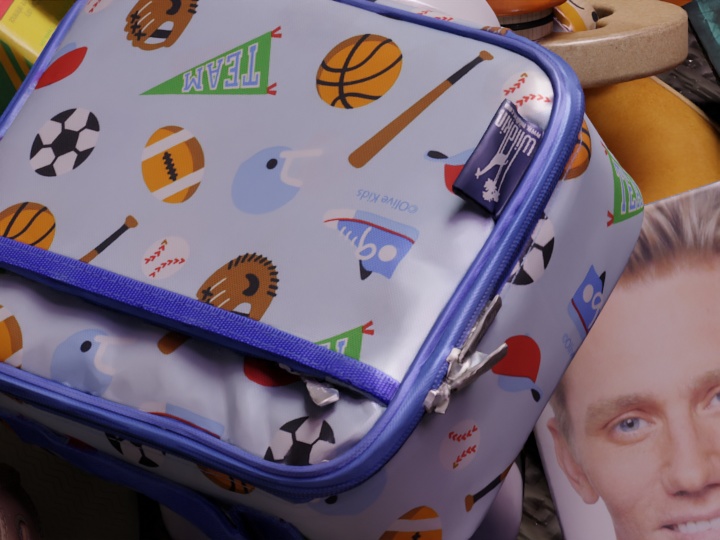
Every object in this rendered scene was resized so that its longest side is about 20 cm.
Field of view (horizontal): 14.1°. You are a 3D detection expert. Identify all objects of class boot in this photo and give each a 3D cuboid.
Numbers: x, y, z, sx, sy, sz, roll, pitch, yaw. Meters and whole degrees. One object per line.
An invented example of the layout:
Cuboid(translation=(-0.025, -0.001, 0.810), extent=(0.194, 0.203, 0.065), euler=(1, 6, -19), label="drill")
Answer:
Cuboid(translation=(0.091, -0.005, 1.068), extent=(0.144, 0.071, 0.201), euler=(-1, 50, -48), label="boot")

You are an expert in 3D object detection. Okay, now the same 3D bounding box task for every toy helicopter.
Cuboid(translation=(0.046, -0.096, 1.113), extent=(0.132, 0.079, 0.200), euler=(-20, 21, -36), label="toy helicopter")

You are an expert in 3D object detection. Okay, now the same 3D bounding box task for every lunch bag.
Cuboid(translation=(-0.027, -0.001, 0.821), extent=(0.200, 0.076, 0.160), euler=(18, 66, 37), label="lunch bag")

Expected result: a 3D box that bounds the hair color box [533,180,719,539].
Cuboid(translation=(0.115, 0.077, 0.870), extent=(0.060, 0.100, 0.201), euler=(1, 72, -67), label="hair color box")

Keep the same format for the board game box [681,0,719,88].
Cuboid(translation=(0.166, -0.055, 1.160), extent=(0.135, 0.028, 0.200), euler=(57, 11, -42), label="board game box")

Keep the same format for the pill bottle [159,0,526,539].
Cuboid(translation=(0.000, 0.000, 0.933), extent=(0.112, 0.113, 0.200), euler=(16, 51, -15), label="pill bottle")

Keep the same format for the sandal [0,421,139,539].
Cuboid(translation=(-0.121, 0.092, 0.820), extent=(0.080, 0.057, 0.201), euler=(34, 35, 10), label="sandal")

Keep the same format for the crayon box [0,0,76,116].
Cuboid(translation=(-0.103, -0.083, 1.042), extent=(0.200, 0.051, 0.127), euler=(38, 32, -10), label="crayon box")
